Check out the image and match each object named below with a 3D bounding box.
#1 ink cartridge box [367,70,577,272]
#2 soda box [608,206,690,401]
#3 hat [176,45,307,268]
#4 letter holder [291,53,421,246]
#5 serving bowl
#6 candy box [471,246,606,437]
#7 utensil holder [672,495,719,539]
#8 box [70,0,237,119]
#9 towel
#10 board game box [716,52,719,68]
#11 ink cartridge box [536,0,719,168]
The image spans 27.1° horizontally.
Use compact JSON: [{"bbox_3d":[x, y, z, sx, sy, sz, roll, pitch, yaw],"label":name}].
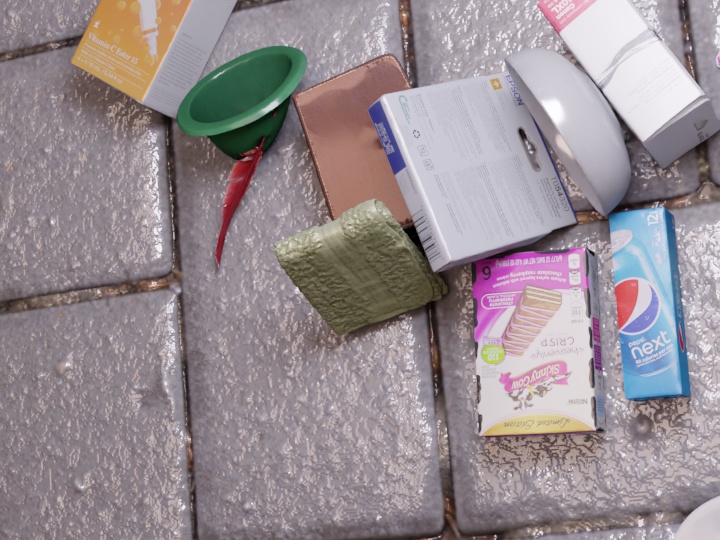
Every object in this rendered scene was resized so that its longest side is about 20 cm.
[{"bbox_3d":[0.126,-0.114,1.660,0.043,0.199,0.198,-34,75,51],"label":"ink cartridge box"},{"bbox_3d":[0.312,0.037,1.615,0.063,0.068,0.203,-7,81,20],"label":"soda box"},{"bbox_3d":[-0.121,-0.150,1.830,0.198,0.177,0.166,-20,34,13],"label":"hat"},{"bbox_3d":[0.027,-0.130,1.733,0.141,0.100,0.202,-22,76,15],"label":"letter holder"},{"bbox_3d":[0.234,-0.160,1.606,0.065,0.200,0.201,-32,73,5],"label":"serving bowl"},{"bbox_3d":[0.197,0.082,1.660,0.135,0.061,0.203,-6,82,20],"label":"candy box"},{"bbox_3d":[0.395,0.299,1.480,0.168,0.200,0.172,-2,83,21],"label":"utensil holder"},{"bbox_3d":[-0.250,-0.312,1.865,0.124,0.097,0.202,28,94,22],"label":"box"},{"bbox_3d":[0.000,0.000,1.680,0.147,0.200,0.037,-23,53,15],"label":"towel"},{"bbox_3d":[0.515,-0.242,1.593,0.200,0.026,0.200,43,100,20],"label":"board game box"},{"bbox_3d":[0.291,-0.220,1.613,0.083,0.145,0.201,-37,72,11],"label":"ink cartridge box"}]
